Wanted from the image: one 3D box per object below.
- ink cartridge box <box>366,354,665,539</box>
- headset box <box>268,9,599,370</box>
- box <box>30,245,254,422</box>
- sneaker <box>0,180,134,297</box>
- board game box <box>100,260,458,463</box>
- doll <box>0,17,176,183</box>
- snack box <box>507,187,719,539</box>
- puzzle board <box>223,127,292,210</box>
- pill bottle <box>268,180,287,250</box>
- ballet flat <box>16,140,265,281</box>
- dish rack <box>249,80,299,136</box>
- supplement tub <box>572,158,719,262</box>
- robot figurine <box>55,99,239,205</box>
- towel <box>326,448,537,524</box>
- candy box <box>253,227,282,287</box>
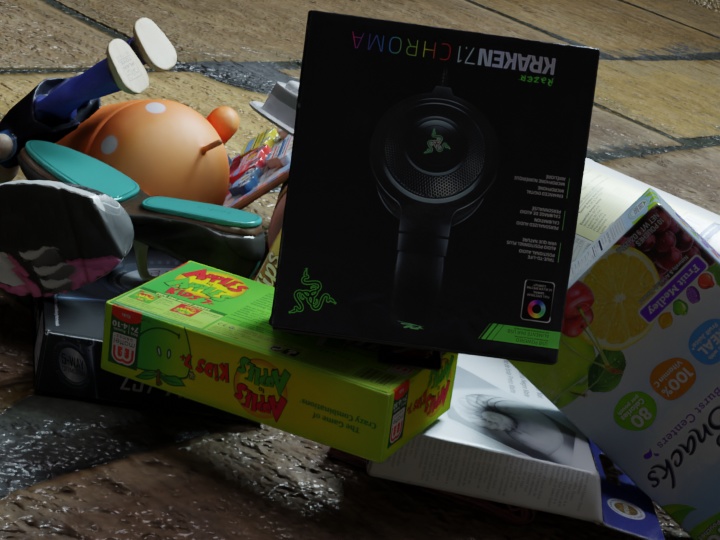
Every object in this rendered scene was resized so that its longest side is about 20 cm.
[{"bbox_3d":[0.102,0.102,1.277,0.199,0.041,0.200,14,18,-6],"label":"ink cartridge box"},{"bbox_3d":[0.041,-0.043,1.142,0.173,0.201,0.093,8,4,-1],"label":"headset box"},{"bbox_3d":[-0.149,0.036,1.339,0.159,0.044,0.200,9,19,-13],"label":"box"},{"bbox_3d":[-0.241,-0.031,1.316,0.199,0.081,0.086,-1,17,23],"label":"sneaker"},{"bbox_3d":[-0.051,0.054,1.191,0.199,0.048,0.101,17,22,23],"label":"board game box"},{"bbox_3d":[-0.230,-0.117,1.430,0.049,0.199,0.137,54,39,-11],"label":"doll"},{"bbox_3d":[0.210,0.067,1.236,0.200,0.142,0.053,44,13,-7],"label":"snack box"},{"bbox_3d":[-0.091,-0.088,1.618,0.017,0.150,0.200,55,13,-14],"label":"puzzle board"},{"bbox_3d":[-0.013,-0.051,1.583,0.111,0.113,0.200,14,19,-1],"label":"pill bottle"},{"bbox_3d":[-0.162,-0.030,1.342,0.199,0.069,0.068,21,18,21],"label":"ballet flat"},{"bbox_3d":[0.024,-0.092,1.446,0.171,0.044,0.200,32,9,23],"label":"dish rack"},{"bbox_3d":[0.178,0.003,1.390,0.199,0.146,0.145,26,22,29],"label":"supplement tub"},{"bbox_3d":[-0.170,-0.076,1.479,0.143,0.117,0.200,6,0,-25],"label":"robot figurine"},{"bbox_3d":[0.071,0.110,1.327,0.143,0.023,0.200,19,19,10],"label":"towel"},{"bbox_3d":[0.000,0.000,1.364,0.055,0.116,0.200,32,9,23],"label":"candy box"}]
